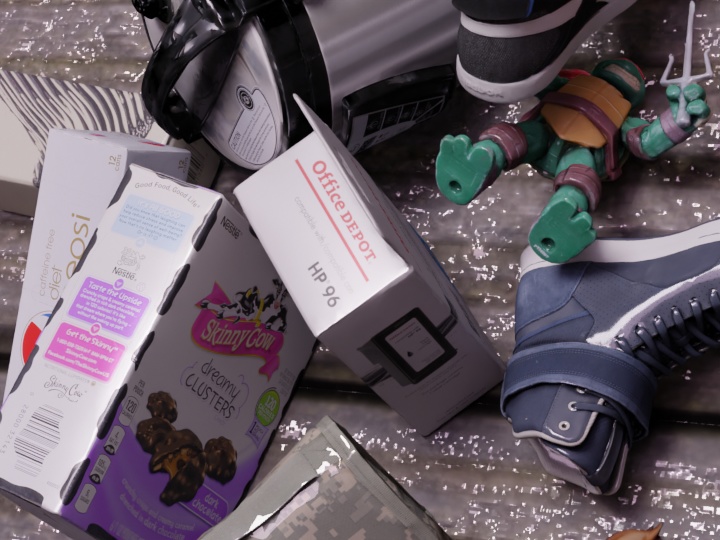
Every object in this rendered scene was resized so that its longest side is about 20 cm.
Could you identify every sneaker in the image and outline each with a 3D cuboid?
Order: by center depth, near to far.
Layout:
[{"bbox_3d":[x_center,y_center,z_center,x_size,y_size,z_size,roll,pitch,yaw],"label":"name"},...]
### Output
[{"bbox_3d":[0.169,0.050,1.117,0.201,0.077,0.147,-8,51,32],"label":"sneaker"},{"bbox_3d":[0.118,-0.192,1.146,0.073,0.112,0.200,19,50,21],"label":"sneaker"}]

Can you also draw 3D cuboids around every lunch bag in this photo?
[{"bbox_3d":[-0.029,0.178,1.081,0.164,0.200,0.118,-40,56,1],"label":"lunch bag"}]

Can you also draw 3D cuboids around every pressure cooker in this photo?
[{"bbox_3d":[-0.043,-0.152,1.234,0.199,0.177,0.178,-29,36,-26],"label":"pressure cooker"}]

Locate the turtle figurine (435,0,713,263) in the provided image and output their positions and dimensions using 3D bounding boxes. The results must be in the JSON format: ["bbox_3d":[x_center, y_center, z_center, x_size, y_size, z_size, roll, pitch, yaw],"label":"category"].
[{"bbox_3d":[0.129,-0.092,1.188,0.149,0.101,0.200,19,44,22],"label":"turtle figurine"}]

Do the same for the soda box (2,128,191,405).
[{"bbox_3d":[-0.164,0.017,1.256,0.063,0.068,0.201,15,99,30],"label":"soda box"}]

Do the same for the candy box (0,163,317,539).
[{"bbox_3d":[-0.115,0.067,1.194,0.071,0.168,0.201,18,75,30],"label":"candy box"}]

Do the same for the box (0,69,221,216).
[{"bbox_3d":[-0.196,-0.078,1.363,0.199,0.068,0.083,11,72,28],"label":"box"}]

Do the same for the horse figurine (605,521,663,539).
[{"bbox_3d":[0.095,0.222,1.068,0.199,0.050,0.133,-19,76,-9],"label":"horse figurine"}]

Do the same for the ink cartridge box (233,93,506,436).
[{"bbox_3d":[0.000,0.000,1.154,0.068,0.200,0.116,-35,56,5],"label":"ink cartridge box"}]
